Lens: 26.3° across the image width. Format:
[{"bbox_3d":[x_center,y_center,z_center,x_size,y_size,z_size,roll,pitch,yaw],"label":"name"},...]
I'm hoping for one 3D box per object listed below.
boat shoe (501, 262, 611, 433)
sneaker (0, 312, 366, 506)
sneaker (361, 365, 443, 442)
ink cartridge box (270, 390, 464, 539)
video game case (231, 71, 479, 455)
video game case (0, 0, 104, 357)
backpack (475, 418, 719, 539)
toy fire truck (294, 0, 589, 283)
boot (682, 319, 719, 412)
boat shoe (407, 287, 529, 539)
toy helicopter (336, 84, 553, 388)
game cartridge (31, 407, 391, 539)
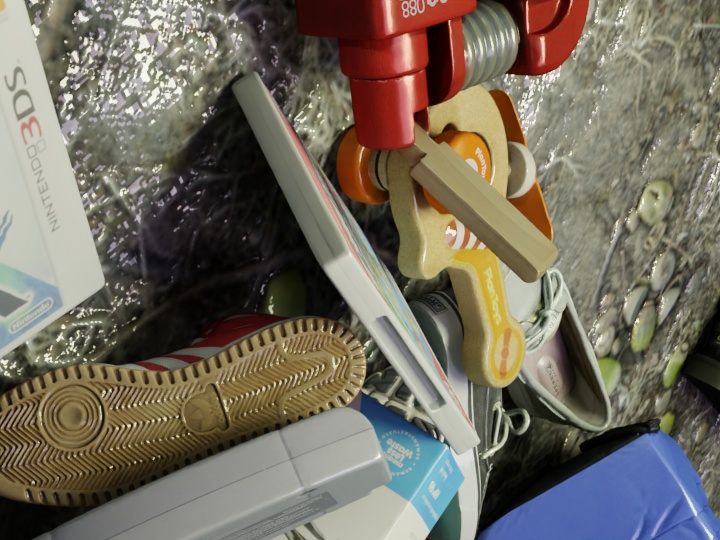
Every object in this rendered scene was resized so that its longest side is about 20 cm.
[{"bbox_3d":[0.127,0.046,1.068,0.074,0.065,0.202,-49,141,-20],"label":"boat shoe"},{"bbox_3d":[-0.102,0.069,0.799,0.199,0.112,0.072,-14,92,-10],"label":"sneaker"},{"bbox_3d":[0.013,0.143,0.996,0.080,0.077,0.201,-29,140,-56],"label":"sneaker"},{"bbox_3d":[-0.045,0.162,0.874,0.200,0.116,0.068,-55,156,-13],"label":"ink cartridge box"},{"bbox_3d":[0.000,0.000,0.829,0.017,0.143,0.200,-30,140,3],"label":"video game case"},{"bbox_3d":[-0.208,-0.014,0.656,0.200,0.022,0.183,-37,136,-31],"label":"video game case"},{"bbox_3d":[0.184,0.208,1.123,0.162,0.168,0.200,-27,172,10],"label":"backpack"},{"bbox_3d":[0.062,-0.110,0.809,0.176,0.128,0.201,-25,117,-42],"label":"toy fire truck"},{"bbox_3d":[0.381,0.064,1.381,0.158,0.079,0.211,-60,143,-5],"label":"boot"},{"bbox_3d":[0.069,0.098,1.023,0.068,0.074,0.200,-19,117,-26],"label":"boat shoe"},{"bbox_3d":[0.070,-0.022,0.927,0.132,0.079,0.201,-41,127,-40],"label":"toy helicopter"},{"bbox_3d":[-0.081,0.125,0.772,0.199,0.041,0.133,-24,169,-3],"label":"game cartridge"}]
